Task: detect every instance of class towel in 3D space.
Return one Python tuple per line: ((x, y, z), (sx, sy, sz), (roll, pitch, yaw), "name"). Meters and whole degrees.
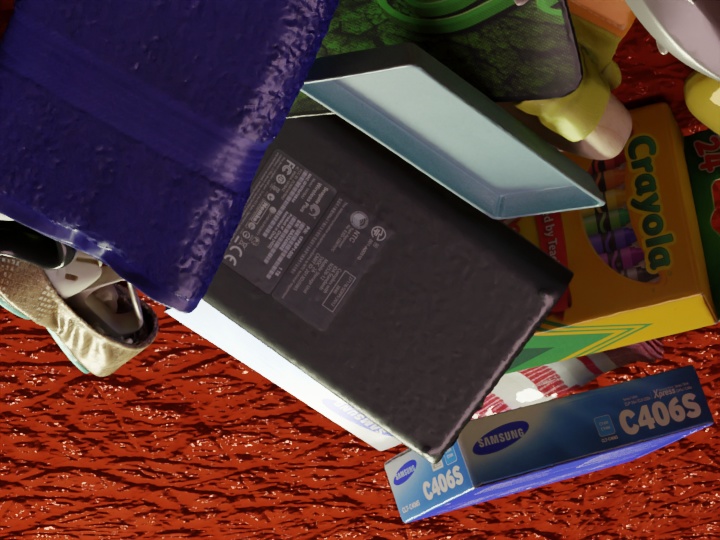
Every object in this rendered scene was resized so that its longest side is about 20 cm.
((0.085, 0.061, 1.545), (0.200, 0.023, 0.144), (-26, 144, 36), "towel")
((-0.101, -0.097, 1.111), (0.147, 0.050, 0.200), (29, 110, 7), "towel")

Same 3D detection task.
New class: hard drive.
((0.000, 0.000, 1.293), (0.200, 0.033, 0.140), (36, 116, 2), "hard drive")

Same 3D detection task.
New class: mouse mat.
((-0.001, -0.144, 1.120), (0.199, 0.008, 0.161), (-4, 127, 21), "mouse mat")

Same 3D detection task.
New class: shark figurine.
((0.162, -0.130, 1.050), (0.215, 0.128, 0.089), (46, 168, -9), "shark figurine")

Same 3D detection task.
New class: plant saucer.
((0.050, -0.068, 1.162), (0.070, 0.019, 0.200), (-6, 158, 32), "plant saucer")

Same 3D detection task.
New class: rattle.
((0.099, -0.131, 1.243), (0.130, 0.143, 0.200), (11, 176, 6), "rattle")

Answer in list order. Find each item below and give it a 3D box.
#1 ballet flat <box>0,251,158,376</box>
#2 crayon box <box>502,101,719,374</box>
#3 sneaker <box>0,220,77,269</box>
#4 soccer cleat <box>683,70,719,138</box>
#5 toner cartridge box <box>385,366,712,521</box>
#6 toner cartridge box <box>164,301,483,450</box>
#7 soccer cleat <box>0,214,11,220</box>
((-0.179, 0.005, 1.406), (0.065, 0.071, 0.200), (-24, 155, 9), "ballet flat")
((0.128, -0.019, 1.342), (0.199, 0.127, 0.051), (-15, 154, 14), "crayon box")
((-0.239, -0.046, 1.273), (0.199, 0.089, 0.079), (12, 145, -28), "sneaker")
((0.253, -0.063, 1.327), (0.065, 0.084, 0.200), (-23, 146, 29), "soccer cleat")
((0.125, 0.113, 1.517), (0.199, 0.043, 0.095), (-11, 166, -33), "toner cartridge box")
((-0.019, 0.041, 1.465), (0.095, 0.043, 0.200), (-25, 133, 38), "toner cartridge box")
((-0.143, -0.048, 1.257), (0.077, 0.070, 0.200), (1, 179, 36), "soccer cleat")
